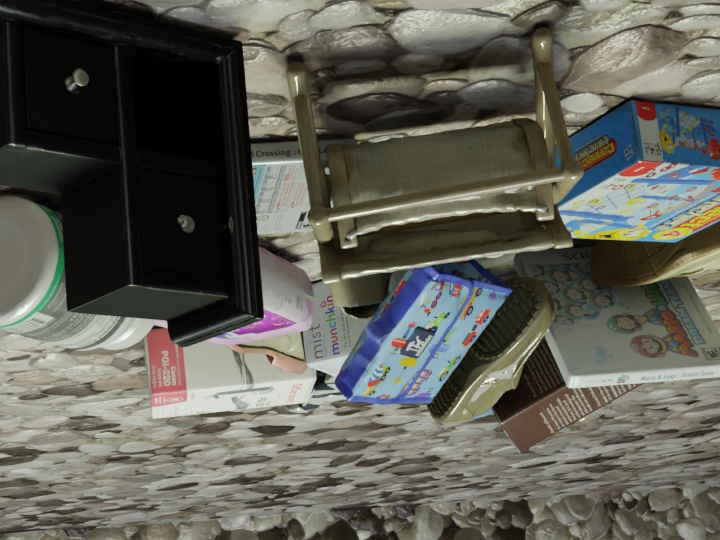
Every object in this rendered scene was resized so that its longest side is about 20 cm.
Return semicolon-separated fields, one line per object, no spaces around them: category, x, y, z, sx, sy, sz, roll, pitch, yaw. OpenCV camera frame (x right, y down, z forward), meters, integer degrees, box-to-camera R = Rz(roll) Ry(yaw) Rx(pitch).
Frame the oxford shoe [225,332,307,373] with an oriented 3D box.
oxford shoe;-0.115;0.052;1.754;0.074;0.071;0.200;-51;140;13

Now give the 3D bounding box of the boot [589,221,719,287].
boot;0.359;-0.020;1.656;0.199;0.073;0.155;-24;157;34

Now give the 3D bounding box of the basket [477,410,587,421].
basket;0.213;0.133;1.962;0.199;0.140;0.176;-14;-172;-5

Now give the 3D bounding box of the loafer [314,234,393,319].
loafer;0.000;0.000;1.573;0.075;0.069;0.200;-9;164;7

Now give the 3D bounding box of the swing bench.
swing bench;0.057;-0.071;1.198;0.198;0.130;0.200;-9;158;1

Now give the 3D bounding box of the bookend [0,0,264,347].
bookend;-0.174;-0.063;1.029;0.199;0.200;0.092;8;161;-41

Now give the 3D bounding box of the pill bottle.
pill bottle;-0.268;0.009;1.407;0.113;0.114;0.200;-13;164;20

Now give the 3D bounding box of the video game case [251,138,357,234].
video game case;-0.105;-0.068;1.374;0.181;0.022;0.200;-4;165;-10

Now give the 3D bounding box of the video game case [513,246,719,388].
video game case;0.274;0.043;1.652;0.181;0.200;0.024;-3;131;-13

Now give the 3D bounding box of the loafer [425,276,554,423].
loafer;0.142;0.083;1.649;0.067;0.076;0.200;7;135;-40

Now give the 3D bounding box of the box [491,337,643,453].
box;0.231;0.102;1.721;0.199;0.100;0.075;-28;135;4

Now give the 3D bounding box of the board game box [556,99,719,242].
board game box;0.264;-0.084;1.414;0.195;0.056;0.200;2;162;-28

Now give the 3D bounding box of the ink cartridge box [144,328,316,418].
ink cartridge box;-0.158;0.117;1.897;0.199;0.085;0.146;-7;165;-9

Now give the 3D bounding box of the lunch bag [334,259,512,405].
lunch bag;0.046;0.051;1.534;0.151;0.094;0.200;-55;163;13

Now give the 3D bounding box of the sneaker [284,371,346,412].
sneaker;-0.013;0.141;2.049;0.129;0.080;0.199;10;148;-25

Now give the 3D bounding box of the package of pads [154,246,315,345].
package of pads;-0.139;0.020;1.571;0.120;0.076;0.200;-11;164;21

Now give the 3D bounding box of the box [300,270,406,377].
box;0.053;0.064;1.773;0.176;0.097;0.200;-14;163;24

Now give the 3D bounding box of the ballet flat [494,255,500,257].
ballet flat;0.066;-0.044;1.452;0.199;0.070;0.069;7;159;-41
